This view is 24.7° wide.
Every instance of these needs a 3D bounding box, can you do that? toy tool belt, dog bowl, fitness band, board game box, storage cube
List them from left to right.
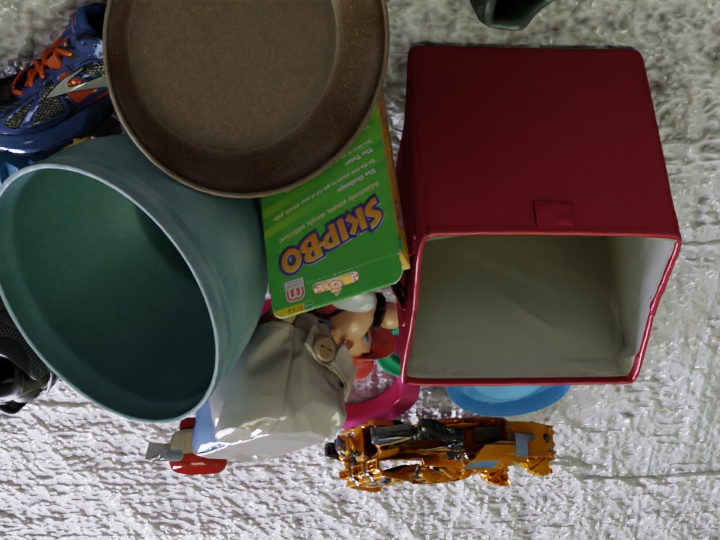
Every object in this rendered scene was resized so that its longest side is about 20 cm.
[{"bbox_3d":[-0.086,0.079,1.251,0.124,0.124,0.200,9,160,-31],"label":"toy tool belt"},{"bbox_3d":[-0.041,0.090,1.436,0.199,0.038,0.143,25,132,-32],"label":"fitness band"},{"bbox_3d":[-0.023,-0.063,1.120,0.095,0.201,0.030,-17,147,17],"label":"board game box"},{"bbox_3d":[0.124,0.047,1.387,0.110,0.050,0.201,-5,141,1],"label":"dog bowl"},{"bbox_3d":[0.114,-0.039,1.178,0.198,0.181,0.172,1,141,-4],"label":"storage cube"}]

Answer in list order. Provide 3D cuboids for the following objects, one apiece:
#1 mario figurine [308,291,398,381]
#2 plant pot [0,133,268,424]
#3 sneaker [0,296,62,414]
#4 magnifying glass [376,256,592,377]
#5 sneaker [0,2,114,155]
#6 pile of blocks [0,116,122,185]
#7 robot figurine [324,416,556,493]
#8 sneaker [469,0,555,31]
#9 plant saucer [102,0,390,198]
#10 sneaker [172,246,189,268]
[{"bbox_3d":[0.000,0.000,1.261,0.105,0.123,0.201,25,136,31],"label":"mario figurine"},{"bbox_3d":[-0.141,-0.013,1.148,0.199,0.134,0.202,20,129,26],"label":"plant pot"},{"bbox_3d":[-0.240,0.073,1.339,0.198,0.115,0.076,19,140,-28],"label":"sneaker"},{"bbox_3d":[0.099,0.036,1.319,0.199,0.023,0.080,-24,136,25],"label":"magnifying glass"},{"bbox_3d":[-0.188,-0.143,1.124,0.198,0.076,0.079,-19,129,7],"label":"sneaker"},{"bbox_3d":[-0.269,-0.073,1.183,0.198,0.083,0.062,-2,141,-3],"label":"pile of blocks"},{"bbox_3d":[0.068,0.164,1.476,0.198,0.059,0.145,2,164,-27],"label":"robot figurine"},{"bbox_3d":[0.145,-0.220,1.035,0.074,0.085,0.200,27,132,-33],"label":"sneaker"},{"bbox_3d":[-0.077,-0.149,1.073,0.199,0.037,0.202,-6,104,-24],"label":"plant saucer"},{"bbox_3d":[-0.145,0.001,1.275,0.199,0.066,0.079,-31,142,7],"label":"sneaker"}]
